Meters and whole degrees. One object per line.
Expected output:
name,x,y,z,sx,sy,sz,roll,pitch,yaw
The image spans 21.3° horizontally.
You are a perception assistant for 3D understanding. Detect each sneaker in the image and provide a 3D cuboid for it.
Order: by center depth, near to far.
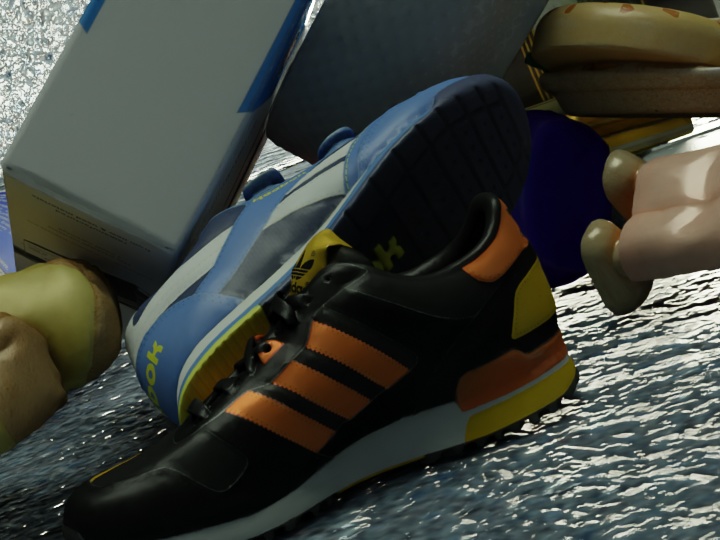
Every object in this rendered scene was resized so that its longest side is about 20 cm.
sneaker,-0.021,0.035,0.686,0.199,0.091,0.070,-20,10,-17
sneaker,-0.015,-0.013,0.763,0.200,0.074,0.082,-41,36,-19

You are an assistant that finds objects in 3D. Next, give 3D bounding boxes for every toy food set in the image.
toy food set,0.176,-0.096,0.895,0.199,0.049,0.198,0,4,5

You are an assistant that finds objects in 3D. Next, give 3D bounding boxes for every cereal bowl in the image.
cereal bowl,0.041,-0.127,0.882,0.201,0.083,0.200,-59,-1,-2

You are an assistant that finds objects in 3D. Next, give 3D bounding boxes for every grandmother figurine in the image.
grandmother figurine,0.183,-0.032,0.746,0.060,0.122,0.199,28,-23,-38

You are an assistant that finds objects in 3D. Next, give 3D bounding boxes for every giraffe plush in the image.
giraffe plush,-0.214,0.018,0.763,0.200,0.163,0.173,-35,6,-1

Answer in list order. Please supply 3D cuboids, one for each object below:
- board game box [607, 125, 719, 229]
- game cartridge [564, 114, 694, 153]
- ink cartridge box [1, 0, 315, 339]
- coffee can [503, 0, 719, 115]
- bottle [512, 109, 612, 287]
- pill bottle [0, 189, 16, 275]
board game box,0.205,-0.053,0.969,0.199,0.026,0.200,-19,9,-6
game cartridge,0.073,-0.055,1.101,0.199,0.033,0.176,-17,1,29
ink cartridge box,-0.092,-0.060,0.868,0.145,0.084,0.200,-64,1,-16
coffee can,0.109,-0.159,1.115,0.199,0.147,0.146,-19,9,13
bottle,0.038,-0.027,0.954,0.065,0.084,0.200,16,-14,-35
pill bottle,-0.197,0.019,1.030,0.112,0.113,0.200,-13,11,25
